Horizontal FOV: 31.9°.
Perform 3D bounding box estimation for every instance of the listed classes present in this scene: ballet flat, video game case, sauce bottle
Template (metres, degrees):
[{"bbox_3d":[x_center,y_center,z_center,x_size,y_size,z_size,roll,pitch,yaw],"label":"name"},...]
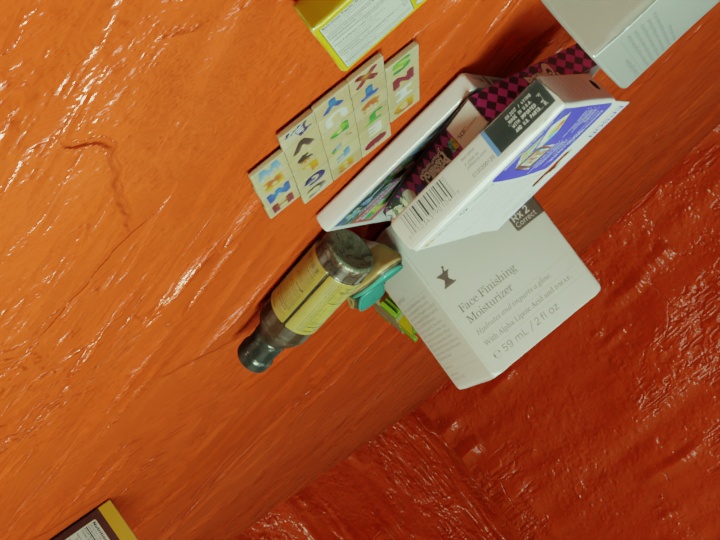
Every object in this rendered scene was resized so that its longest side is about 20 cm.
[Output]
[{"bbox_3d":[0.000,0.000,1.373,0.068,0.063,0.200,-33,174,-13],"label":"ballet flat"},{"bbox_3d":[0.062,-0.116,1.234,0.200,0.023,0.182,-43,170,21],"label":"video game case"},{"bbox_3d":[-0.065,0.036,1.316,0.200,0.065,0.064,-45,168,36],"label":"sauce bottle"},{"bbox_3d":[0.131,-0.132,1.235,0.199,0.036,0.182,-30,165,-40],"label":"video game case"}]

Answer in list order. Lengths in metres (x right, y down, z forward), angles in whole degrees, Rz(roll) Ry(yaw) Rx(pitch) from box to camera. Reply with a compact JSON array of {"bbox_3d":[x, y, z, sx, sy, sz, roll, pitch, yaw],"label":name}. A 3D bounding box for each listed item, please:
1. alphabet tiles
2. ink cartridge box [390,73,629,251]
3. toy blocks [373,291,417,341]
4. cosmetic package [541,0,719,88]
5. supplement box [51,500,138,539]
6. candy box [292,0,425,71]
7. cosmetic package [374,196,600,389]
[{"bbox_3d":[-0.017,-0.110,1.018,0.166,0.006,0.200,-39,170,-5],"label":"alphabet tiles"},{"bbox_3d":[0.144,-0.103,1.183,0.198,0.044,0.199,-45,165,26],"label":"ink cartridge box"},{"bbox_3d":[0.076,0.007,1.649,0.137,0.100,0.200,-50,170,-4],"label":"toy blocks"},{"bbox_3d":[0.219,-0.253,0.920,0.200,0.123,0.199,-43,169,14],"label":"cosmetic package"},{"bbox_3d":[-0.390,0.443,1.687,0.199,0.133,0.198,-33,168,-30],"label":"supplement box"},{"bbox_3d":[0.049,-0.208,0.779,0.199,0.026,0.102,-41,167,4],"label":"candy box"},{"bbox_3d":[0.132,0.001,1.427,0.164,0.201,0.165,-37,178,-13],"label":"cosmetic package"}]
